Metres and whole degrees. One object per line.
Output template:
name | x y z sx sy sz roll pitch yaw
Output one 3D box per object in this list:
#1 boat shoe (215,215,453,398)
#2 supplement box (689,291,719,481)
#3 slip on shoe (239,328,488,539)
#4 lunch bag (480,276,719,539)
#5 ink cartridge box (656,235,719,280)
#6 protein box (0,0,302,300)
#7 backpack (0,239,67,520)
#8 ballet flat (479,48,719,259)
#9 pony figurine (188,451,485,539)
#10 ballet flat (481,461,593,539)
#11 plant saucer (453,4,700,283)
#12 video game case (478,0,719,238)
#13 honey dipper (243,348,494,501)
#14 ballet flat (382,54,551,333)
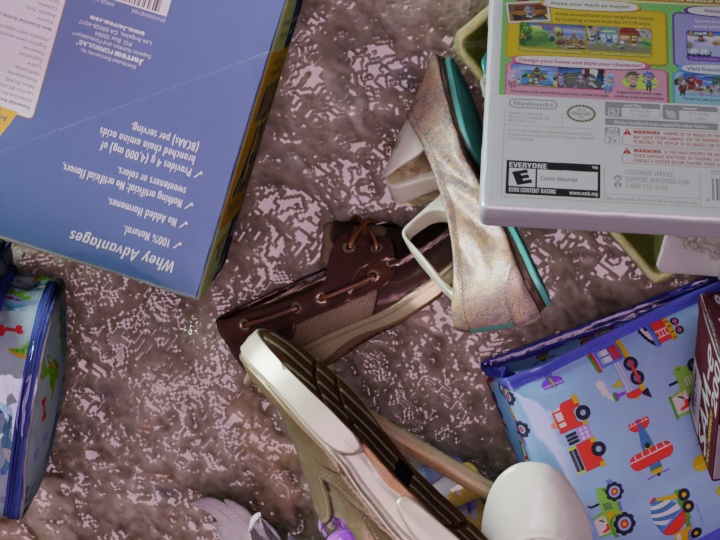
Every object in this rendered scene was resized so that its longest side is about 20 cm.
boat shoe | 0.000 0.000 1.209 0.200 0.072 0.072 -32 99 14
supplement box | 0.297 0.056 1.129 0.200 0.061 0.109 -8 137 -1
slip on shoe | -0.006 0.121 1.125 0.200 0.076 0.061 45 102 0
lunch bag | 0.199 0.093 1.216 0.200 0.094 0.151 -22 96 -3
ink cartridge box | 0.290 -0.026 1.156 0.200 0.068 0.115 5 114 -14
protein box | -0.153 -0.115 1.159 0.199 0.135 0.200 17 100 -1
backpack | -0.254 0.070 1.165 0.147 0.200 0.183 10 100 1
ballet flat | 0.149 -0.067 1.134 0.200 0.072 0.072 39 101 23
pony figurine | 0.000 0.202 1.216 0.200 0.167 0.193 -32 100 -10
ballet flat | 0.106 0.211 1.156 0.069 0.069 0.200 1 115 2
plant saucer | 0.192 -0.130 1.187 0.200 0.048 0.200 -40 97 8
video game case | 0.170 -0.098 1.099 0.200 0.022 0.182 3 57 3
honey dipper | 0.024 0.102 1.179 0.200 0.038 0.038 30 100 1
ballet flat | 0.051 -0.046 1.151 0.067 0.200 0.068 -24 141 9
